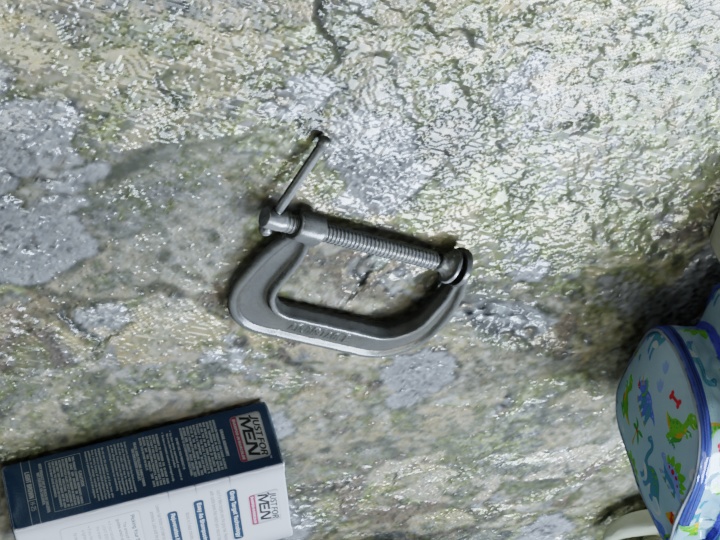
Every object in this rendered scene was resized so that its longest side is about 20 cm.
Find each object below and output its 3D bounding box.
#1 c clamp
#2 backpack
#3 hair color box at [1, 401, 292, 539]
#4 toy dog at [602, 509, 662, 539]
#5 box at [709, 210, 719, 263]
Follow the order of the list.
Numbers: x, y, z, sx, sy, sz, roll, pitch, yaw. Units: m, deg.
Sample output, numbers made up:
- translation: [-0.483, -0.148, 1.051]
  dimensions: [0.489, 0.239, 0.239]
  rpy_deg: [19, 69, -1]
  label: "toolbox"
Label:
- translation: [0.000, 0.000, 1.362]
  dimensions: [0.199, 0.027, 0.171]
  rpy_deg: [19, 128, -38]
  label: "c clamp"
- translation: [0.284, 0.107, 1.486]
  dimensions: [0.146, 0.184, 0.200]
  rpy_deg: [0, 139, -19]
  label: "backpack"
- translation: [-0.154, 0.170, 1.474]
  dimensions: [0.199, 0.061, 0.100]
  rpy_deg: [-13, 142, -8]
  label: "hair color box"
- translation: [0.290, 0.298, 1.761]
  dimensions: [0.193, 0.140, 0.200]
  rpy_deg: [9, 136, -13]
  label: "toy dog"
- translation: [0.359, -0.033, 1.441]
  dimensions: [0.199, 0.069, 0.082]
  rpy_deg: [-6, 139, -15]
  label: "box"
